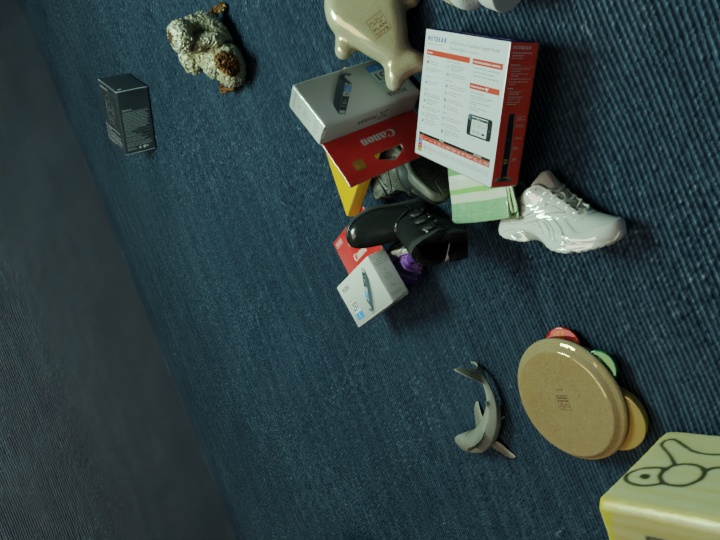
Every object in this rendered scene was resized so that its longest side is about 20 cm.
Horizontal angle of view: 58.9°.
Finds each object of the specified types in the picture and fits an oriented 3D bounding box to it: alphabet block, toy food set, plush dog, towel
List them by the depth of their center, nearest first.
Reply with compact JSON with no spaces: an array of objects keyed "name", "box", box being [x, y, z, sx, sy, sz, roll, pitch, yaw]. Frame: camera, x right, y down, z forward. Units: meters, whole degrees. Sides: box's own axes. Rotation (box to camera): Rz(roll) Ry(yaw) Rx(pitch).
[{"name":"alphabet block","box":[0.439,0.327,0.756,0.198,0.192,0.201,-13,96,56]},{"name":"towel","box":[0.175,-0.175,0.940,0.152,0.023,0.206,3,100,64]},{"name":"toy food set","box":[0.322,0.189,0.968,0.201,0.048,0.200,61,146,10]},{"name":"plush dog","box":[-0.322,-0.490,1.438,0.173,0.159,0.200,52,174,-3]}]

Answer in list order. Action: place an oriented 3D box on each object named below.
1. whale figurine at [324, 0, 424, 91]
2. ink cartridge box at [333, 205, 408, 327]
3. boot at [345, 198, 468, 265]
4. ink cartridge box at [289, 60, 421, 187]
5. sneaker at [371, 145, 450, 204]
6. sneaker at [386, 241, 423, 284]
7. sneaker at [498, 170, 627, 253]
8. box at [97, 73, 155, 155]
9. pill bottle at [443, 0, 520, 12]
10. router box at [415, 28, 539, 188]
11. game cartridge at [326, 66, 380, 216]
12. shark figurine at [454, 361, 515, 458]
[{"name":"whale figurine","box":[0.029,-0.383,1.008,0.202,0.158,0.104,55,-171,0]},{"name":"ink cartridge box","box":[0.000,0.000,1.212,0.179,0.044,0.200,61,155,7]},{"name":"boot","box":[0.068,-0.051,1.022,0.201,0.161,0.067,-119,8,-63]},{"name":"ink cartridge box","box":[0.016,-0.242,1.003,0.178,0.197,0.045,53,149,17]},{"name":"sneaker","box":[0.081,-0.153,1.091,0.199,0.075,0.116,45,142,35]},{"name":"sneaker","box":[0.097,-0.019,1.162,0.084,0.080,0.200,52,156,-2]},{"name":"sneaker","box":[0.267,-0.083,0.869,0.198,0.077,0.102,15,117,49]},{"name":"box","box":[-0.735,-0.494,2.010,0.148,0.106,0.204,36,136,38]},{"name":"pill bottle","box":[0.128,-0.415,0.842,0.199,0.109,0.113,41,138,34]},{"name":"router box","box":[0.153,-0.232,0.887,0.200,0.048,0.184,42,133,54]},{"name":"game cartridge","box":[-0.015,-0.232,1.155,0.178,0.032,0.203,113,147,-47]},{"name":"shark figurine","box":[0.212,0.275,1.139,0.127,0.088,0.219,32,134,39]}]
